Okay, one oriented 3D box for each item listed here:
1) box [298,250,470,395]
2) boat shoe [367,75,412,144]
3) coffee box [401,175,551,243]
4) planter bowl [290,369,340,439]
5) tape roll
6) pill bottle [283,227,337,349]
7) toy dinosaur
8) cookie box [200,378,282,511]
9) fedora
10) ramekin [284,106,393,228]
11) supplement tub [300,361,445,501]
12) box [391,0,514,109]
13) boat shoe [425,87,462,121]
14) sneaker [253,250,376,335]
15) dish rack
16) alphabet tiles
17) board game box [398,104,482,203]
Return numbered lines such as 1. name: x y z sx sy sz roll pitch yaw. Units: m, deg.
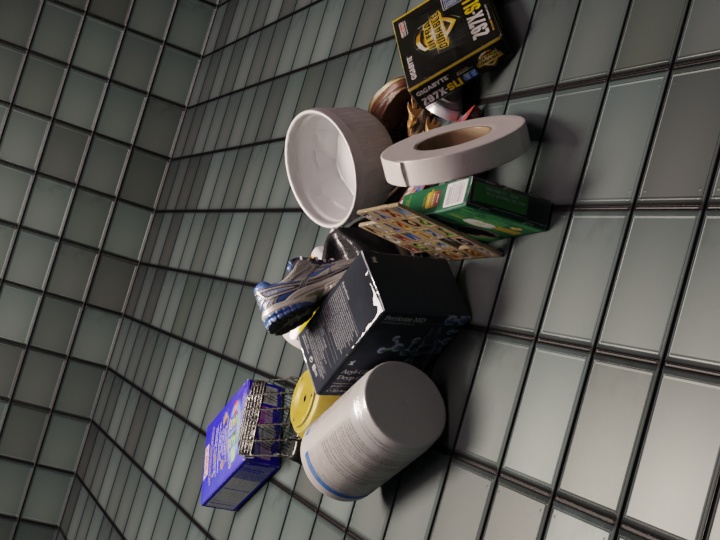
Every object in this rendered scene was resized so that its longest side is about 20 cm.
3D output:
1. box: 0.030 0.078 1.642 0.200 0.148 0.107 -54 44 39
2. boat shoe: 0.045 -0.242 1.996 0.200 0.072 0.068 -56 49 42
3. coffee box: 0.145 -0.077 1.550 0.200 0.123 0.044 168 116 -67
4. planter bowl: -0.054 0.206 1.824 0.200 0.083 0.201 -51 28 43
5. tape roll: 0.126 -0.161 1.578 0.203 0.202 0.037 -148 40 -68
6. pill bottle: -0.047 0.035 1.936 0.200 0.109 0.109 -69 22 10
7. toy dinosaur: 0.093 -0.214 1.889 0.106 0.060 0.200 97 -171 -73
8. cookie box: -0.219 0.323 2.171 0.200 0.075 0.172 -48 33 44
9. fedora: 0.000 0.000 1.783 0.200 0.092 0.201 -12 69 34
10. ramekin: -0.028 -0.178 1.970 0.200 0.105 0.201 26 124 46
11. supplement tub: 0.014 0.224 1.620 0.200 0.132 0.132 -46 34 47
12. box: 0.136 -0.351 1.786 0.159 0.049 0.200 -27 39 17
13. boat shoe: 0.125 -0.305 1.835 0.200 0.073 0.065 -103 33 -50
14. sneaker: -0.062 0.008 1.673 0.085 0.200 0.077 56 158 21
15. dish rack: -0.135 0.253 2.000 0.200 0.054 0.154 -10 62 51
16. alphabet tiles: 0.078 -0.050 1.625 0.200 0.167 0.008 -5 63 66
17. board game box: 0.109 -0.152 1.724 0.103 0.019 0.200 -42 12 52
